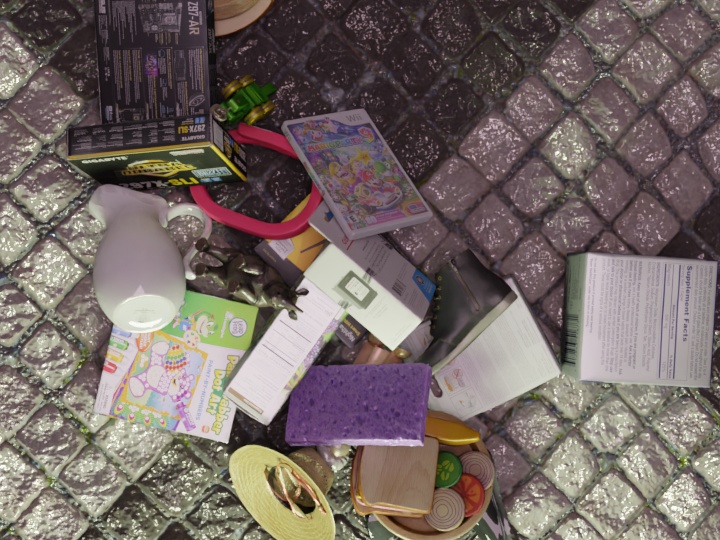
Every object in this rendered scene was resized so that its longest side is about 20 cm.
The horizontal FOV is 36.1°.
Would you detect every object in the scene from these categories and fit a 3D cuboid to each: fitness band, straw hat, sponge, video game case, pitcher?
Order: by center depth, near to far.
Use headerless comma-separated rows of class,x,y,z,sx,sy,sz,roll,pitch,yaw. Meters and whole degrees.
pitcher,-0.277,-0.019,1.500,0.170,0.122,0.201,-1,49,-17
sponge,-0.003,0.185,1.524,0.199,0.030,0.112,-3,62,19
video game case,-0.005,-0.137,1.528,0.143,0.018,0.201,-15,63,-35
straw hat,-0.083,0.295,1.544,0.201,0.201,0.085,51,52,-4
fitness band,-0.144,-0.124,1.550,0.199,0.037,0.144,20,83,13

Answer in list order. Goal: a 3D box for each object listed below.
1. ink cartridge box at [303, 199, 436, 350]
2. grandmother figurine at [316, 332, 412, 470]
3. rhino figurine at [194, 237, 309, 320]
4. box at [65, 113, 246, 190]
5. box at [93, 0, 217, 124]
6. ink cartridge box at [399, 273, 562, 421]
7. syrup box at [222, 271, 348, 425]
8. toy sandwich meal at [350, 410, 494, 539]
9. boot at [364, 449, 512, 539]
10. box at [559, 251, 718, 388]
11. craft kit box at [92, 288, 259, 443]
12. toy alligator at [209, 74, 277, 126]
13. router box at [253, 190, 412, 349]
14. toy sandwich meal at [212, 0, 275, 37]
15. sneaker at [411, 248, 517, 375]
ink cartridge box,0.000,0.000,1.495,0.200,0.116,0.067,41,116,-5
grandmother figurine,-0.008,0.190,1.585,0.121,0.061,0.201,25,86,8
rhino figurine,-0.137,0.016,1.461,0.087,0.200,0.060,26,90,-48
box,-0.268,-0.154,1.477,0.199,0.160,0.050,-4,79,9
box,-0.280,-0.287,1.521,0.159,0.044,0.201,0,102,8
ink cartridge box,0.172,0.121,1.622,0.199,0.050,0.163,-28,93,13
syrup box,-0.102,0.105,1.517,0.081,0.079,0.201,35,90,-6
toy sandwich meal,0.088,0.279,1.533,0.204,0.070,0.206,1,70,-2
boot,0.107,0.359,1.594,0.199,0.066,0.166,-13,83,-9
box,0.401,0.069,1.606,0.199,0.105,0.185,4,90,-6
craft kit box,-0.259,0.125,1.565,0.196,0.049,0.201,13,89,-9
toy alligator,-0.172,-0.221,1.516,0.054,0.200,0.059,-39,93,28
router box,-0.032,-0.010,1.582,0.149,0.051,0.200,-45,95,-3
toy sandwich meal,-0.199,-0.433,1.558,0.204,0.070,0.207,0,86,4
sneaker,0.117,0.067,1.568,0.200,0.075,0.106,-44,83,6
